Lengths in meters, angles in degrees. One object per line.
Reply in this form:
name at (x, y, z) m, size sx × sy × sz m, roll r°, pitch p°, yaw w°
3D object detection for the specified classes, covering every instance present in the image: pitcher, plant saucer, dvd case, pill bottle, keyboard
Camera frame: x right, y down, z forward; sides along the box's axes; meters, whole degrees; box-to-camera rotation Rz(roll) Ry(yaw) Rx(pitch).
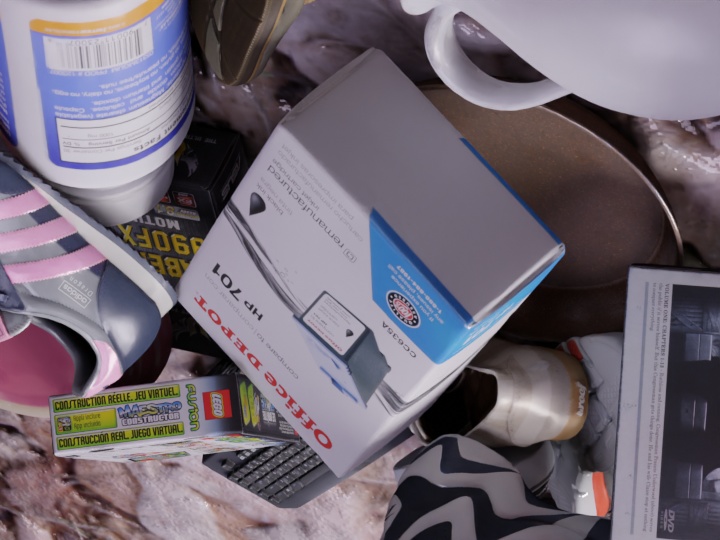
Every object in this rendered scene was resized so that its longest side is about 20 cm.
pitcher at (0.109, -0.126, 1.374) m, size 0.199 × 0.121 × 0.172 m, roll 19°, pitch 146°, yaw 26°
plant saucer at (-0.211, 0.023, 1.739) m, size 0.200 × 0.051 × 0.201 m, roll 17°, pitch 145°, yaw 12°
dvd case at (0.234, 0.078, 1.517) m, size 0.199 × 0.151 × 0.025 m, roll 4°, pitch -176°, yaw 12°
pill bottle at (-0.144, -0.116, 1.550) m, size 0.112 × 0.112 × 0.200 m, roll 18°, pitch 146°, yaw 12°
plant saucer at (0.084, -0.039, 1.571) m, size 0.199 × 0.035 × 0.201 m, roll 18°, pitch 145°, yaw 13°
keyboard at (-0.047, 0.090, 1.830) m, size 0.127 × 0.021 × 0.200 m, roll 36°, pitch 143°, yaw -13°

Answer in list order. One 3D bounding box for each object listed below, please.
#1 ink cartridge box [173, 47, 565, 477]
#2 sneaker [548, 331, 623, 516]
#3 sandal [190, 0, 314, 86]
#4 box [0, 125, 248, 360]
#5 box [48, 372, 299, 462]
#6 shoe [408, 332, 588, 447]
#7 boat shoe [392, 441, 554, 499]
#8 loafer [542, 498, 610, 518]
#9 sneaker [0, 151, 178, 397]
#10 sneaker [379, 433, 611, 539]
ink cartridge box at (0.000, 0.000, 1.544) m, size 0.147 × 0.086 × 0.200 m, roll 47°, pitch 146°, yaw 7°
sneaker at (0.153, 0.079, 1.645) m, size 0.200 × 0.082 × 0.077 m, roll 105°, pitch 144°, yaw -66°
sandal at (-0.030, -0.164, 1.457) m, size 0.081 × 0.054 × 0.200 m, roll 66°, pitch 149°, yaw 22°
box at (-0.154, -0.028, 1.723) m, size 0.199 × 0.048 × 0.159 m, roll 12°, pitch 142°, yaw 20°
box at (-0.105, 0.088, 1.695) m, size 0.109 × 0.035 × 0.200 m, roll -7°, pitch 174°, yaw 7°
shoe at (0.060, 0.067, 1.651) m, size 0.053 × 0.070 × 0.200 m, roll -4°, pitch 179°, yaw -25°
boat shoe at (0.074, 0.129, 1.711) m, size 0.057 × 0.068 × 0.200 m, roll 64°, pitch 166°, yaw -5°
loafer at (0.138, 0.177, 1.776) m, size 0.073 × 0.072 × 0.200 m, roll 44°, pitch 142°, yaw -24°
sneaker at (-0.194, -0.009, 1.567) m, size 0.200 × 0.082 × 0.070 m, roll 37°, pitch 164°, yaw -18°
sneaker at (0.090, 0.183, 1.556) m, size 0.199 × 0.130 × 0.080 m, roll 33°, pitch 142°, yaw 8°
